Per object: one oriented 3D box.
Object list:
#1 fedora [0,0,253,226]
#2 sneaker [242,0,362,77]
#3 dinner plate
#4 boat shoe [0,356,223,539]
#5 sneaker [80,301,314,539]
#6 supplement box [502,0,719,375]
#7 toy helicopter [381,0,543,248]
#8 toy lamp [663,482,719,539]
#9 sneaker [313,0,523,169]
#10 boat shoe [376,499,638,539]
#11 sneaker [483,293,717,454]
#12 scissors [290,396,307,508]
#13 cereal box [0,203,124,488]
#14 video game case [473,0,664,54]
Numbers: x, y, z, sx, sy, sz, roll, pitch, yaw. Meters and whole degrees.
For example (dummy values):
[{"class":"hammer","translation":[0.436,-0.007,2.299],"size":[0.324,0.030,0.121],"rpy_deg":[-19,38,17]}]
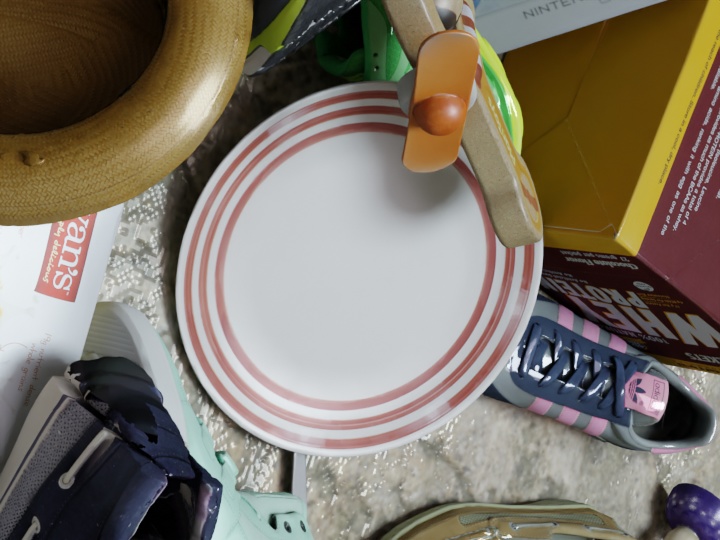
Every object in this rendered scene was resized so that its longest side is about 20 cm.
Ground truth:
[{"class":"fedora","translation":[-0.139,-0.105,0.693],"size":[0.200,0.082,0.201],"rpy_deg":[0,77,-1]},{"class":"sneaker","translation":[-0.051,-0.135,0.737],"size":[0.074,0.200,0.081],"rpy_deg":[-39,107,-14]},{"class":"dinner plate","translation":[0.000,0.000,0.873],"size":[0.199,0.024,0.201],"rpy_deg":[-6,108,-19]},{"class":"boat shoe","translation":[-0.129,0.143,0.730],"size":[0.075,0.093,0.200],"rpy_deg":[11,109,-40]},{"class":"sneaker","translation":[-0.081,0.105,0.829],"size":[0.118,0.074,0.201],"rpy_deg":[-23,99,-61]},{"class":"supplement box","translation":[0.186,-0.067,0.988],"size":[0.200,0.133,0.198],"rpy_deg":[33,74,-39]},{"class":"toy helicopter","translation":[0.047,-0.086,0.792],"size":[0.132,0.079,0.200],"rpy_deg":[-88,156,-53]},{"class":"toy lamp","translation":[0.163,0.218,1.062],"size":[0.200,0.058,0.058],"rpy_deg":[-45,123,-27]},{"class":"sneaker","translation":[0.020,-0.114,0.884],"size":[0.083,0.074,0.200],"rpy_deg":[-35,117,-13]},{"class":"boat shoe","translation":[0.089,0.169,0.975],"size":[0.200,0.076,0.072],"rpy_deg":[-9,102,-40]},{"class":"sneaker","translation":[0.133,0.058,0.994],"size":[0.200,0.082,0.070],"rpy_deg":[22,82,-41]},{"class":"scissors","translation":[-0.037,0.171,0.904],"size":[0.073,0.014,0.201],"rpy_deg":[-24,113,-35]},{"class":"cereal box","translation":[-0.203,0.010,0.713],"size":[0.200,0.039,0.144],"rpy_deg":[19,84,-42]},{"class":"video game case","translation":[0.091,-0.211,0.858],"size":[0.200,0.182,0.022],"rpy_deg":[58,31,-31]}]
